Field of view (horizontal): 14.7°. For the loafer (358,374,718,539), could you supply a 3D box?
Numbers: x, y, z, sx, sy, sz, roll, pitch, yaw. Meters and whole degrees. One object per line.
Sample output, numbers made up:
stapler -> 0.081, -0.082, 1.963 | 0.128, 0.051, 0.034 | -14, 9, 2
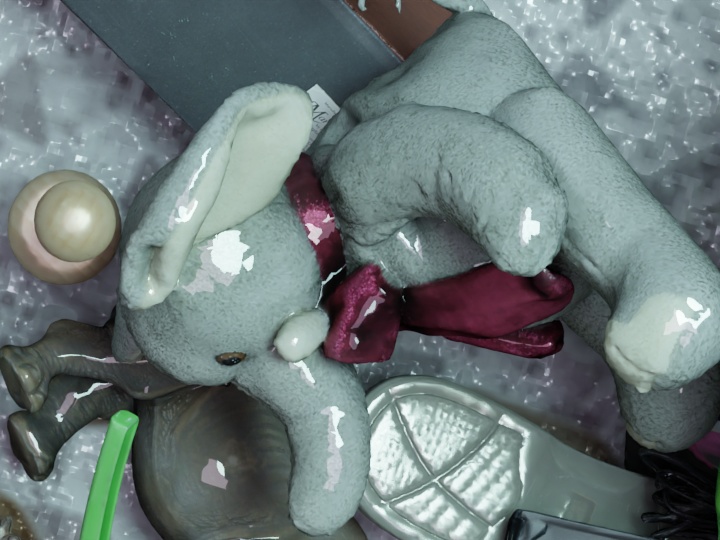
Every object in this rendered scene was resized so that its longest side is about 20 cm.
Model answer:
loafer -> 0.075, 0.097, 0.935 | 0.200, 0.063, 0.072 | 34, 80, -11

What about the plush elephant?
plush elephant -> 0.000, 0.000, 0.823 | 0.155, 0.165, 0.200 | -36, 84, -1

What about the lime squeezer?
lime squeezer -> -0.072, 0.140, 0.872 | 0.038, 0.070, 0.201 | -30, 109, -40

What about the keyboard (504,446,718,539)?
keyboard -> 0.139, 0.122, 0.900 | 0.199, 0.040, 0.105 | 14, 88, -3

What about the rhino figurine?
rhino figurine -> -0.040, 0.096, 0.917 | 0.087, 0.060, 0.201 | -29, 95, -23

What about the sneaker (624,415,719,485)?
sneaker -> 0.185, 0.058, 0.948 | 0.199, 0.080, 0.087 | 19, 63, -3

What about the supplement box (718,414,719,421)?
supplement box -> 0.197, -0.020, 0.837 | 0.109, 0.200, 0.109 | 30, 54, 13

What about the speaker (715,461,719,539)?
speaker -> 0.149, 0.042, 0.780 | 0.088, 0.200, 0.089 | 0, 48, 0

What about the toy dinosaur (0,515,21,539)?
toy dinosaur -> -0.175, 0.118, 0.849 | 0.199, 0.136, 0.086 | -22, 69, 5

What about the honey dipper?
honey dipper -> -0.089, -0.015, 0.843 | 0.038, 0.200, 0.038 | 0, 89, -7

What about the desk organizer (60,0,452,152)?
desk organizer -> -0.039, -0.098, 0.909 | 0.072, 0.077, 0.200 | -36, 111, 25
